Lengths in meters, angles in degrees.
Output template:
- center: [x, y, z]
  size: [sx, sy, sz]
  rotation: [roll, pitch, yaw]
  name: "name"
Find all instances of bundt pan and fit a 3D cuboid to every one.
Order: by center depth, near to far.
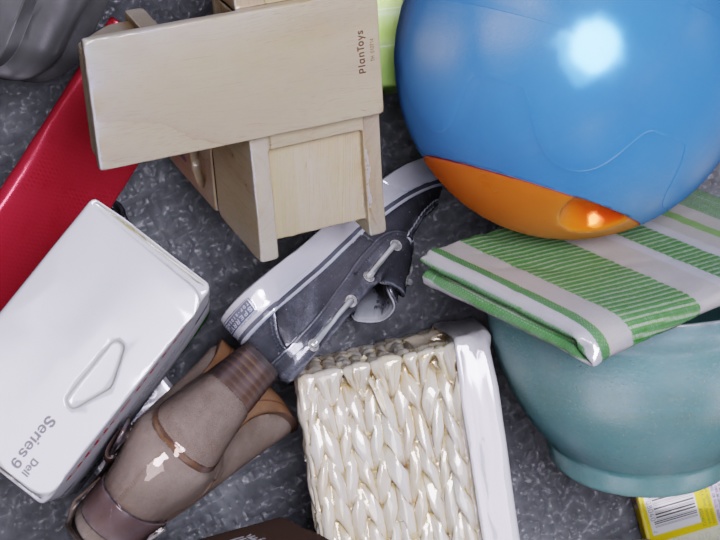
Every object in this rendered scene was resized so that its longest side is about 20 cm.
- center: [-0.245, -0.168, 1.053]
  size: [0.200, 0.202, 0.076]
  rotation: [20, 101, -5]
  name: "bundt pan"

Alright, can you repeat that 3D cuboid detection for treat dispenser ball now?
- center: [0.118, -0.118, 0.995]
  size: [0.199, 0.201, 0.203]
  rotation: [0, 91, -5]
  name: "treat dispenser ball"

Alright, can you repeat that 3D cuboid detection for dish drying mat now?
- center: [-0.183, -0.053, 1.096]
  size: [0.201, 0.018, 0.077]
  rotation: [-59, 139, -12]
  name: "dish drying mat"

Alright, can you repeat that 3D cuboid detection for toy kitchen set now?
- center: [-0.097, -0.126, 1.020]
  size: [0.162, 0.180, 0.202]
  rotation: [-13, 118, -19]
  name: "toy kitchen set"

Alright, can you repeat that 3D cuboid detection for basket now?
- center: [0.031, 0.138, 1.112]
  size: [0.122, 0.136, 0.202]
  rotation: [-8, 92, -1]
  name: "basket"

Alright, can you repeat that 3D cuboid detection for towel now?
- center: [0.154, -0.004, 1.013]
  size: [0.199, 0.152, 0.024]
  rotation: [-18, 118, -34]
  name: "towel"

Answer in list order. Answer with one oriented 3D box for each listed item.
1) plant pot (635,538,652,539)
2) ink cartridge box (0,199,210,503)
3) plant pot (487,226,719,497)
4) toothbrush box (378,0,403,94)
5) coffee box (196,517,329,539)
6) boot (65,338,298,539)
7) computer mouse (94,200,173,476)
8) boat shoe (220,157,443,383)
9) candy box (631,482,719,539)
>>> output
- center: [0.279, 0.243, 1.119]
  size: [0.182, 0.200, 0.202]
  rotation: [-14, 92, -16]
  name: "plant pot"
- center: [-0.158, 0.049, 1.016]
  size: [0.084, 0.200, 0.146]
  rotation: [37, 82, 0]
  name: "ink cartridge box"
- center: [0.171, 0.052, 1.078]
  size: [0.198, 0.201, 0.135]
  rotation: [-4, 113, -5]
  name: "plant pot"
- center: [0.062, -0.192, 1.129]
  size: [0.198, 0.086, 0.147]
  rotation: [-7, 93, -6]
  name: "toothbrush box"
- center: [-0.067, 0.259, 1.040]
  size: [0.114, 0.079, 0.202]
  rotation: [-10, 108, -37]
  name: "coffee box"
- center: [-0.109, 0.112, 1.047]
  size: [0.070, 0.200, 0.146]
  rotation: [43, 79, 9]
  name: "boot"
- center: [-0.169, 0.053, 1.138]
  size: [0.109, 0.044, 0.201]
  rotation: [-24, 88, -9]
  name: "computer mouse"
- center: [0.000, 0.000, 1.096]
  size: [0.068, 0.072, 0.200]
  rotation: [47, 46, 3]
  name: "boat shoe"
- center: [0.214, 0.086, 1.177]
  size: [0.101, 0.026, 0.202]
  rotation: [-15, 92, -5]
  name: "candy box"
